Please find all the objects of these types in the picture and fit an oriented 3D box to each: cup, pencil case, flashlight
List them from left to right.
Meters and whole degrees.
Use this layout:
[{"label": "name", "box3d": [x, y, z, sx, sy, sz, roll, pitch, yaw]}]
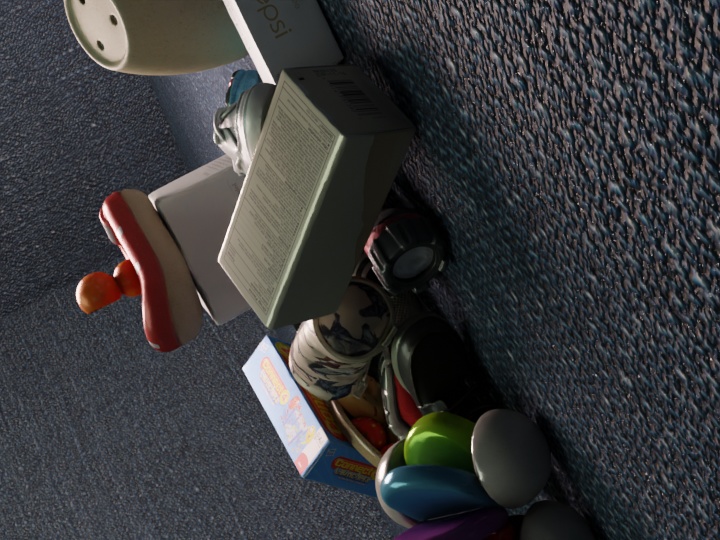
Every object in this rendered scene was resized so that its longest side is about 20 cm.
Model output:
[{"label": "cup", "box3d": [-0.217, -0.281, 1.185, 0.199, 0.143, 0.202, 30, 140, 29]}, {"label": "pencil case", "box3d": [-0.018, 0.069, 1.112, 0.089, 0.078, 0.200, 23, 161, -2]}, {"label": "flashlight", "box3d": [0.010, -0.067, 1.037, 0.201, 0.067, 0.068, 61, 177, 40]}]

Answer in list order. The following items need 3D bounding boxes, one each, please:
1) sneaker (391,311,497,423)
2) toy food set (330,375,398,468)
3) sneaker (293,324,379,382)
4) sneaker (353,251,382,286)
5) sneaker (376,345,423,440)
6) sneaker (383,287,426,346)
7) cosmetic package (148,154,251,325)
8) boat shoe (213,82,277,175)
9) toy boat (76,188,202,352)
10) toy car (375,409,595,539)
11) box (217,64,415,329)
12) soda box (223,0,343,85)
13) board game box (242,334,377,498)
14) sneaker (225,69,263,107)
[{"label": "sneaker", "box3d": [0.102, 0.129, 1.081, 0.106, 0.075, 0.201, 39, 162, 52]}, {"label": "toy food set", "box3d": [0.046, 0.182, 1.342, 0.197, 0.049, 0.200, 24, -161, -42]}, {"label": "sneaker", "box3d": [-0.013, 0.062, 1.325, 0.200, 0.074, 0.080, 35, -160, -35]}, {"label": "sneaker", "box3d": [-0.002, -0.035, 1.138, 0.115, 0.076, 0.201, 27, -155, -4]}, {"label": "sneaker", "box3d": [0.072, 0.137, 1.190, 0.201, 0.084, 0.077, 62, -165, -45]}, {"label": "sneaker", "box3d": [0.000, 0.000, 1.209, 0.200, 0.077, 0.092, 51, 173, 45]}, {"label": "cosmetic package", "box3d": [-0.137, -0.061, 1.441, 0.166, 0.199, 0.165, 65, 171, -13]}, {"label": "boat shoe", "box3d": [-0.097, -0.120, 1.026, 0.200, 0.068, 0.073, 53, -131, -85]}, {"label": "toy boat", "box3d": [-0.271, 0.012, 1.360, 0.201, 0.130, 0.131, 56, 167, 27]}, {"label": "toy car", "box3d": [0.088, 0.226, 0.993, 0.174, 0.150, 0.201, -23, 95, 42]}, {"label": "box", "box3d": [-0.041, -0.059, 0.948, 0.095, 0.077, 0.201, 50, 133, 30]}, {"label": "soda box", "box3d": [-0.091, -0.257, 1.010, 0.201, 0.068, 0.064, 64, 171, -6]}, {"label": "board game box", "box3d": [-0.022, 0.182, 1.390, 0.195, 0.056, 0.200, 24, -161, -41]}, {"label": "sneaker", "box3d": [-0.059, -0.128, 1.161, 0.200, 0.095, 0.080, 46, -127, -62]}]
